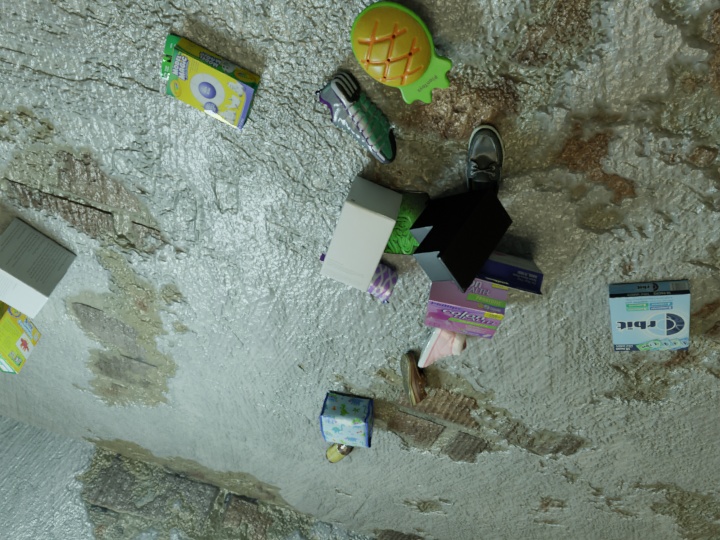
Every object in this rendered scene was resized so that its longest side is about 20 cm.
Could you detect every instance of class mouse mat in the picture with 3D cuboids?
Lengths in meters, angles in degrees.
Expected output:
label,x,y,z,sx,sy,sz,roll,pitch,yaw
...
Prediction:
label,x,y,z,sx,sy,sz,roll,pitch,yaw
mouse mat,0.085,-0.109,1.453,0.157,0.008,0.202,6,139,13

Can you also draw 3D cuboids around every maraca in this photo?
label,x,y,z,sx,sy,sz,roll,pitch,yaw
maraca,0.071,-0.374,1.084,0.199,0.108,0.136,38,135,-23

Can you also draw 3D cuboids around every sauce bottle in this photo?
label,x,y,z,sx,sy,sz,roll,pitch,yaw
sauce bottle,-0.064,0.655,2.313,0.064,0.066,0.200,28,137,-13

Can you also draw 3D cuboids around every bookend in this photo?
label,x,y,z,sx,sy,sz,roll,pitch,yaw
bookend,0.171,-0.056,1.270,0.093,0.201,0.197,50,152,-22

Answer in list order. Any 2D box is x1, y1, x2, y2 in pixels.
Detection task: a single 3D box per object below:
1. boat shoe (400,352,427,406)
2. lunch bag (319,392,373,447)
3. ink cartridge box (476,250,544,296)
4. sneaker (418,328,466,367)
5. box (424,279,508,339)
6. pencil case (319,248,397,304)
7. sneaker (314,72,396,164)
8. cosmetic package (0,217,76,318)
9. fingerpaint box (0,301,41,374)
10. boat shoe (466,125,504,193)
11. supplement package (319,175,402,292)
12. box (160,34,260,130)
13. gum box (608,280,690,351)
label,x,y,z,sx,sy,sz,roll,pitch,yaw
boat shoe,0.162,0.317,1.864,0.066,0.072,0.203,-18,128,-10
lunch bag,-0.043,0.519,2.106,0.166,0.129,0.203,7,129,11
ink cartridge box,0.294,-0.010,1.358,0.192,0.200,0.044,15,102,2
sneaker,0.228,0.215,1.708,0.103,0.076,0.202,22,135,1
box,0.248,0.075,1.485,0.172,0.099,0.201,11,159,7
pencil case,0.000,0.000,1.552,0.198,0.085,0.085,32,161,-14
sneaker,-0.007,-0.293,1.243,0.087,0.075,0.201,-14,120,45
cosmetic package,-0.977,-0.004,1.818,0.199,0.169,0.165,37,135,-22
fingerpaint box,-1.221,0.228,2.163,0.072,0.169,0.202,4,139,12
boat shoe,0.248,-0.192,1.257,0.073,0.067,0.202,8,139,10
supplement package,0.002,-0.080,1.390,0.117,0.122,0.202,21,126,-2
box,-0.311,-0.380,1.261,0.197,0.049,0.118,26,138,-7
gum box,0.674,0.111,1.461,0.166,0.045,0.202,-5,134,23
